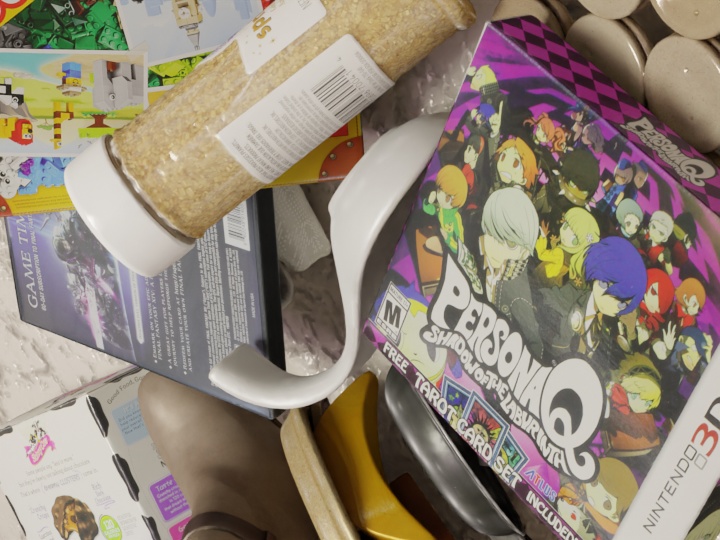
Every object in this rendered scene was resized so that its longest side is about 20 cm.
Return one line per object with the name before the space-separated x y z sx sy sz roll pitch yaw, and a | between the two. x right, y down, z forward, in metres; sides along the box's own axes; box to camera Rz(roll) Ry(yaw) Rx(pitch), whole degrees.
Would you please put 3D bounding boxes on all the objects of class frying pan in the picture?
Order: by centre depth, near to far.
frying pan | 0.066 0.117 0.951 0.190 0.031 0.115 54 -175 -31

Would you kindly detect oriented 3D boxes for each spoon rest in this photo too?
spoon rest | 0.000 0.000 0.895 0.061 0.099 0.200 41 124 5

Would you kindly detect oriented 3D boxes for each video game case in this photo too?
video game case | 0.097 0.019 0.784 0.200 0.036 0.181 46 131 31
video game case | -0.126 -0.009 1.014 0.200 0.019 0.143 19 125 34

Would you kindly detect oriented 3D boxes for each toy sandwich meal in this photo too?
toy sandwich meal | 0.026 0.146 0.979 0.205 0.070 0.205 63 -179 -2

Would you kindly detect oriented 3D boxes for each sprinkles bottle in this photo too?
sprinkles bottle | -0.042 -0.081 0.841 0.200 0.068 0.068 -37 79 10

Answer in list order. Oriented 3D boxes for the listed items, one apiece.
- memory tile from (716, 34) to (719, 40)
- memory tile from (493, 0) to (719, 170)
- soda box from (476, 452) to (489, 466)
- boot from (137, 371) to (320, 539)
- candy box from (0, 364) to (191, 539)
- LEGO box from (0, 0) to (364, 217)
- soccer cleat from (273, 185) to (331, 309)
memory tile | 0.216 -0.111 0.688 0.153 0.017 0.200 50 139 17
memory tile | 0.126 -0.082 0.771 0.200 0.017 0.154 27 131 48
soda box | 0.137 0.057 0.833 0.200 0.063 0.068 2 111 48
boot | -0.070 0.139 1.003 0.200 0.146 0.070 43 105 5
candy box | -0.153 0.172 1.214 0.168 0.071 0.200 -22 94 51
LEGO box | -0.105 -0.115 0.898 0.077 0.200 0.149 -106 10 -65
soccer cleat | -0.089 0.001 1.049 0.086 0.070 0.200 52 144 -3
